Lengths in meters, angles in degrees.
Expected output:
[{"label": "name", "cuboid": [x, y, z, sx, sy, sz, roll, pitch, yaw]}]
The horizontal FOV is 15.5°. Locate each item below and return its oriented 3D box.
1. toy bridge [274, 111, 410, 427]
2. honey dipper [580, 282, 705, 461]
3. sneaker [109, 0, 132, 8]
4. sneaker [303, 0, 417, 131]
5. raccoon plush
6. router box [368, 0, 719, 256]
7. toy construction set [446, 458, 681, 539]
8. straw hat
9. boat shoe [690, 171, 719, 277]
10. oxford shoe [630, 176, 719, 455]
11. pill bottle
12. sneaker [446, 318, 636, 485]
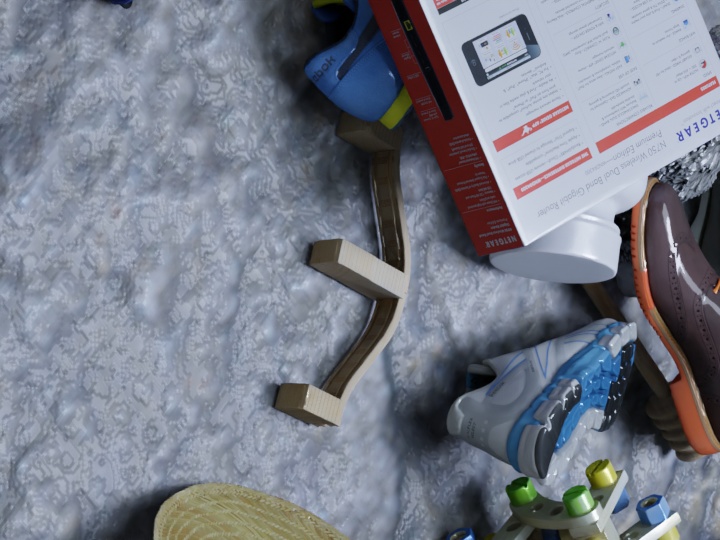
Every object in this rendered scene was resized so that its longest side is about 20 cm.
[{"label": "toy bridge", "cuboid": [0.000, 0.000, 1.605, 0.067, 0.027, 0.201, 29, 66, -40]}, {"label": "honey dipper", "cuboid": [0.181, 0.044, 1.781, 0.200, 0.038, 0.038, 55, 51, -22]}, {"label": "sneaker", "cuboid": [-0.145, -0.181, 1.439, 0.200, 0.080, 0.115, -50, 118, -38]}, {"label": "sneaker", "cuboid": [0.021, -0.178, 1.620, 0.078, 0.066, 0.201, 28, 53, -9]}, {"label": "raccoon plush", "cuboid": [0.247, -0.081, 1.786, 0.096, 0.134, 0.201, 3, 84, -46]}, {"label": "router box", "cuboid": [0.118, -0.131, 1.588, 0.200, 0.049, 0.180, -28, 99, -33]}, {"label": "toy construction set", "cuboid": [0.095, 0.189, 1.605, 0.200, 0.131, 0.093, -26, 102, -48]}, {"label": "straw hat", "cuboid": [-0.051, 0.219, 1.478, 0.200, 0.085, 0.201, 28, 26, -15]}, {"label": "boat shoe", "cuboid": [0.276, -0.060, 1.867, 0.072, 0.060, 0.203, 27, 67, -41]}, {"label": "oxford shoe", "cuboid": [0.232, 0.026, 1.741, 0.071, 0.072, 0.201, -54, 128, -52]}, {"label": "pill bottle", "cuboid": [0.132, -0.099, 1.689, 0.112, 0.112, 0.201, 20, 72, -42]}, {"label": "sneaker", "cuboid": [0.115, 0.070, 1.683, 0.200, 0.086, 0.075, -28, 130, -62]}]
